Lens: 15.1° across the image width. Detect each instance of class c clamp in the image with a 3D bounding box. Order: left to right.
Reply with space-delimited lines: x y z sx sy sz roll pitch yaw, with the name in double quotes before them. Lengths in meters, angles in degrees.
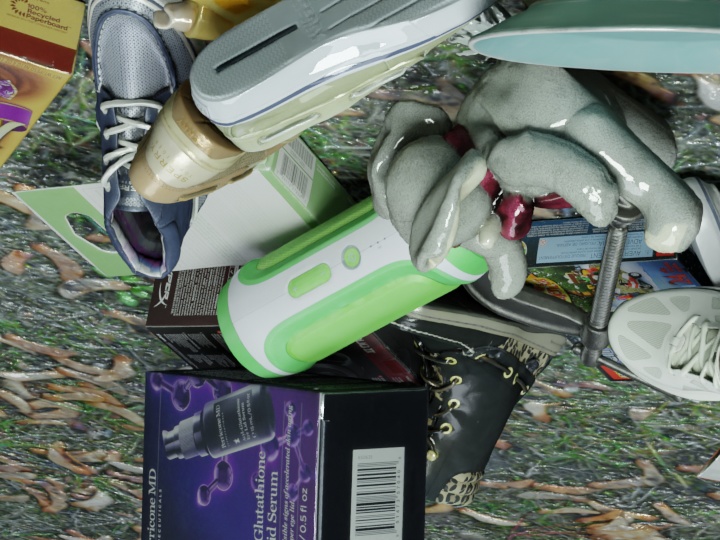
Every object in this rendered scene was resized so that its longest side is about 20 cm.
"c clamp" 0.144 -0.007 1.807 0.170 0.027 0.201 18 141 17

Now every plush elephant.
"plush elephant" 0.085 -0.055 1.610 0.200 0.165 0.155 37 107 -21

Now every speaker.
"speaker" 0.000 0.000 1.795 0.199 0.089 0.088 -29 139 33

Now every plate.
"plate" 0.157 -0.128 1.460 0.199 0.026 0.200 1 178 0

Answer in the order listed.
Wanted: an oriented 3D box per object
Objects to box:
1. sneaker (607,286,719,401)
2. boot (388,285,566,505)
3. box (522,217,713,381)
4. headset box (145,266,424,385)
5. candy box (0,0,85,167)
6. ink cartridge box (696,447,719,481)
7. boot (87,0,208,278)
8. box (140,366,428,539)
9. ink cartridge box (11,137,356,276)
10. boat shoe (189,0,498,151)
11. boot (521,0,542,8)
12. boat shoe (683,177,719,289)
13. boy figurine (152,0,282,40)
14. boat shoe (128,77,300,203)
"sneaker" 0.228 0.045 1.678 0.200 0.076 0.115 14 177 32
"boot" 0.056 0.088 1.926 0.073 0.154 0.203 33 -169 35
"box" 0.200 0.021 1.907 0.136 0.038 0.200 -4 153 30
"headset box" -0.034 0.037 1.990 0.199 0.078 0.149 -3 154 26
"candy box" -0.261 -0.127 1.733 0.116 0.057 0.200 17 157 -17
"ink cartridge box" 0.307 0.060 1.792 0.109 0.050 0.200 13 126 -35
"boot" -0.132 -0.087 1.678 0.072 0.091 0.201 3 141 16
"box" -0.055 0.147 1.889 0.104 0.149 0.199 0 -178 -42
"ink cartridge box" -0.117 -0.048 1.862 0.199 0.048 0.146 -2 154 25
"boat shoe" 0.000 -0.133 1.526 0.199 0.072 0.062 -24 144 7
"boot" 0.146 -0.188 1.401 0.154 0.073 0.200 4 163 16
"boat shoe" 0.265 -0.006 1.797 0.065 0.074 0.200 -29 140 10
"boy figurine" -0.067 -0.161 1.563 0.124 0.065 0.200 -24 139 38
"boat shoe" -0.090 -0.085 1.636 0.065 0.071 0.200 -44 176 18
